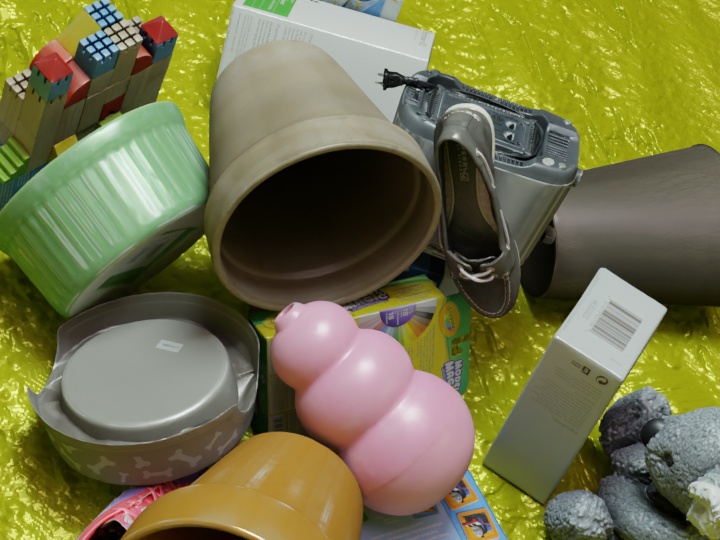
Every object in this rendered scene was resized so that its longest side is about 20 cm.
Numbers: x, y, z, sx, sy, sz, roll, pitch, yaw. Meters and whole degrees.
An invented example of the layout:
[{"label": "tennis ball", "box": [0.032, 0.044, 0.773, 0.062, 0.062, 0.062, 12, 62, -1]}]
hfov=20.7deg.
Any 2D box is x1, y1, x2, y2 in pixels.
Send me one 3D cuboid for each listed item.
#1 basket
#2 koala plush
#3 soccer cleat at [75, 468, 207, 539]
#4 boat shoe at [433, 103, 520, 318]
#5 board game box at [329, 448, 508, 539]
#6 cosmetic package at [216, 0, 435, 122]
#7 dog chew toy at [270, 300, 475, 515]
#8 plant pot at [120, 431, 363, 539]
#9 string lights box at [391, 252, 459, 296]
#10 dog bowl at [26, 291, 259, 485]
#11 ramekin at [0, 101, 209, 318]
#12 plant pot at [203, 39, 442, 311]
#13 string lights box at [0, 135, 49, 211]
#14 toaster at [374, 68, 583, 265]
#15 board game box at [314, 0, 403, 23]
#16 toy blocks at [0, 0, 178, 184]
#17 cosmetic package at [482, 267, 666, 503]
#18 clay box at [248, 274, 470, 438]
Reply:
[{"label": "basket", "box": [0.258, -0.036, 1.914, 0.198, 0.137, 0.181, -6, 51, -19]}, {"label": "koala plush", "box": [0.292, 0.180, 1.693, 0.183, 0.200, 0.178, 35, 55, 3]}, {"label": "soccer cleat", "box": [-0.182, 0.208, 1.597, 0.068, 0.073, 0.200, 33, 49, 10]}, {"label": "boat shoe", "box": [0.092, -0.040, 1.659, 0.066, 0.202, 0.057, 0, 28, 20]}, {"label": "board game box", "box": [0.042, 0.223, 1.688, 0.150, 0.037, 0.201, -13, 57, -28]}, {"label": "cosmetic package", "box": [-0.033, -0.210, 1.947, 0.198, 0.086, 0.108, 14, 22, -1]}, {"label": "dog chew toy", "box": [0.003, 0.107, 1.635, 0.200, 0.124, 0.125, 48, 49, -11]}, {"label": "plant pot", "box": [-0.082, 0.228, 1.554, 0.199, 0.201, 0.184, 26, 33, 3]}, {"label": "string lights box", "box": [0.000, 0.000, 1.798, 0.198, 0.103, 0.059, 15, 45, -7]}, {"label": "dog bowl", "box": [-0.178, 0.101, 1.652, 0.198, 0.059, 0.201, -3, 36, 2]}, {"label": "ramekin", "box": [-0.213, -0.047, 1.712, 0.199, 0.200, 0.098, -32, 82, -36]}, {"label": "plant pot", "box": [-0.049, -0.094, 1.662, 0.198, 0.201, 0.174, -3, 48, -21]}, {"label": "string lights box", "box": [-0.306, -0.104, 1.784, 0.199, 0.103, 0.059, -21, 63, -32]}, {"label": "toaster", "box": [0.089, -0.086, 1.737, 0.198, 0.130, 0.114, 19, 33, -4]}, {"label": "board game box", "box": [-0.019, -0.296, 1.974, 0.134, 0.201, 0.035, 19, 47, -3]}, {"label": "toy blocks", "box": [-0.234, -0.172, 1.705, 0.199, 0.137, 0.100, -33, 73, -35]}, {"label": "cosmetic package", "box": [0.186, 0.103, 1.726, 0.071, 0.201, 0.102, 32, 49, 8]}, {"label": "clay box", "box": [0.001, 0.077, 1.727, 0.198, 0.116, 0.048, -13, 32, -23]}]
